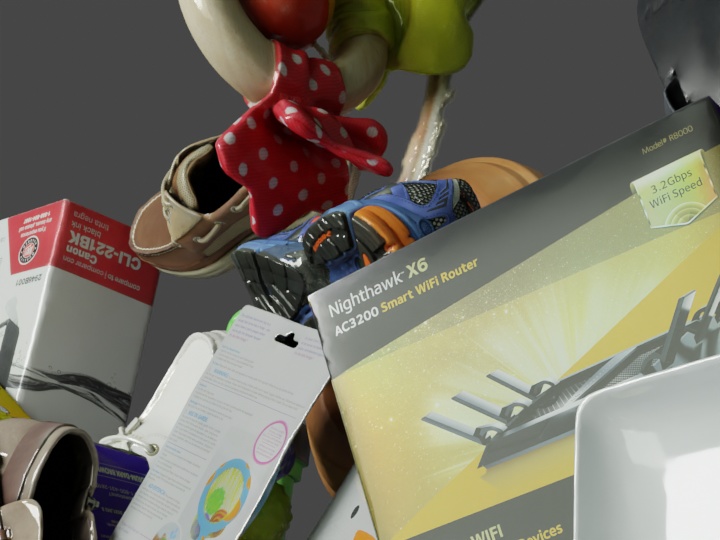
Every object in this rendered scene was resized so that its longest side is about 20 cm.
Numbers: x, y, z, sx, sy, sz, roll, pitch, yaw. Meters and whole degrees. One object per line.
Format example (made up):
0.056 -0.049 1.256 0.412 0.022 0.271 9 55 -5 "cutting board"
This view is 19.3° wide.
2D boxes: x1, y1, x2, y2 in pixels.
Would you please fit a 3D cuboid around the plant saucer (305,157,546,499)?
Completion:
0.032 0.033 1.074 0.200 0.037 0.201 -33 45 40 "plant saucer"

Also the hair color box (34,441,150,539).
-0.144 0.202 1.106 0.109 0.065 0.201 -41 51 27 "hair color box"

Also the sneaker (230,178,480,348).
0.000 0.000 1.052 0.200 0.078 0.076 -15 101 63 "sneaker"

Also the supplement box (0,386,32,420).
-0.278 0.100 1.251 0.200 0.109 0.109 34 99 56 "supplement box"

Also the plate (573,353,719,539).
0.159 0.114 0.736 0.199 0.032 0.201 -22 51 38 "plate"

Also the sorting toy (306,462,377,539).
0.006 0.159 0.969 0.200 0.106 0.181 22 86 57 "sorting toy"

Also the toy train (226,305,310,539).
-0.056 0.108 1.150 0.056 0.042 0.202 -12 59 39 "toy train"

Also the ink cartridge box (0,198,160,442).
-0.213 0.071 1.351 0.144 0.083 0.202 -13 61 50 "ink cartridge box"

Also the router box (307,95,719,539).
0.090 0.043 0.881 0.199 0.052 0.158 -27 62 18 "router box"

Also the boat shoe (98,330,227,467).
-0.125 0.122 1.208 0.071 0.069 0.201 10 77 58 "boat shoe"

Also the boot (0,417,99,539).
-0.194 0.172 1.071 0.146 0.070 0.202 -20 60 40 "boot"

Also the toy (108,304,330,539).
-0.069 0.120 1.031 0.201 0.047 0.115 -57 30 -10 "toy"

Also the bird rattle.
-0.035 -0.121 1.134 0.200 0.163 0.113 -48 6 -38 "bird rattle"

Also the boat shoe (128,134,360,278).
-0.082 -0.049 1.254 0.199 0.071 0.076 -21 53 47 "boat shoe"

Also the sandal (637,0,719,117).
0.163 -0.082 0.956 0.076 0.043 0.201 -49 36 23 "sandal"
